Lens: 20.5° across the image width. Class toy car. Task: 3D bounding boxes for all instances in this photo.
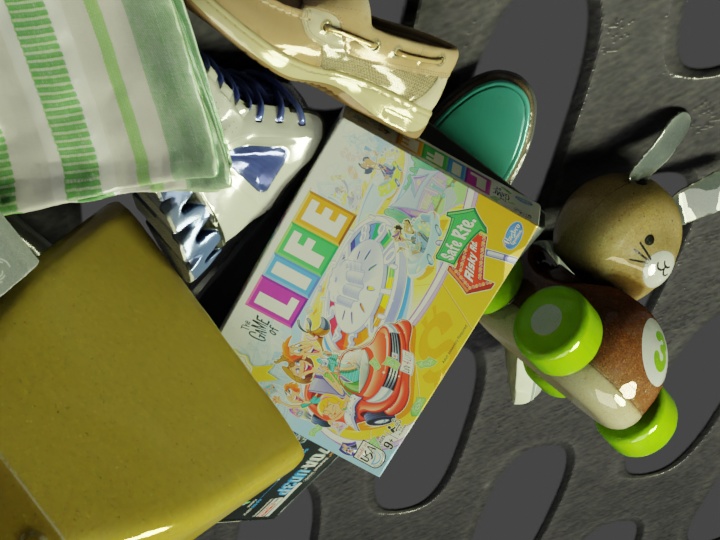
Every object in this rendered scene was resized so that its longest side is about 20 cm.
[{"bbox_3d":[0.183,-0.005,1.358,0.200,0.158,0.164,-49,138,-2],"label":"toy car"}]

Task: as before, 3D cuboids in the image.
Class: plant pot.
[{"bbox_3d":[-0.190,0.109,1.150,0.194,0.196,0.200,-37,179,25],"label":"plant pot"}]

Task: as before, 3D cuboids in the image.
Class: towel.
[{"bbox_3d":[-0.179,-0.096,1.062,0.198,0.023,0.153,-7,122,17],"label":"towel"}]

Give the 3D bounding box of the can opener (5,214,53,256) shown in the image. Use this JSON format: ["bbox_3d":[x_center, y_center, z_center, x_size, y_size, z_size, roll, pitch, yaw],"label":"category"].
[{"bbox_3d":[-0.204,0.024,1.319,0.067,0.054,0.200,3,150,44],"label":"can opener"}]

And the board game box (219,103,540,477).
[{"bbox_3d":[0.002,0.014,1.213,0.134,0.034,0.201,28,114,-5],"label":"board game box"}]

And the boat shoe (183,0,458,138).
[{"bbox_3d":[-0.027,-0.140,1.107,0.199,0.071,0.065,23,103,-43],"label":"boat shoe"}]

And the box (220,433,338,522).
[{"bbox_3d":[-0.094,0.121,1.390,0.158,0.046,0.200,0,151,-30],"label":"box"}]

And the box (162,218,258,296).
[{"bbox_3d":[-0.064,0.012,1.398,0.157,0.049,0.200,6,148,-31],"label":"box"}]

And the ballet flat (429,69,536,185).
[{"bbox_3d":[0.056,-0.049,1.291,0.073,0.073,0.201,9,119,-35],"label":"ballet flat"}]

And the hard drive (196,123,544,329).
[{"bbox_3d":[0.000,0.000,1.252,0.139,0.033,0.200,36,113,-10],"label":"hard drive"}]

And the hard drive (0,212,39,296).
[{"bbox_3d":[-0.282,-0.036,1.043,0.139,0.033,0.200,-41,115,-12],"label":"hard drive"}]

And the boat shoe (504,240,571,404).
[{"bbox_3d":[0.151,0.043,1.521,0.071,0.070,0.201,-3,150,-5],"label":"boat shoe"}]

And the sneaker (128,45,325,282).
[{"bbox_3d":[-0.087,-0.095,1.155,0.115,0.081,0.200,-33,140,-17],"label":"sneaker"}]
